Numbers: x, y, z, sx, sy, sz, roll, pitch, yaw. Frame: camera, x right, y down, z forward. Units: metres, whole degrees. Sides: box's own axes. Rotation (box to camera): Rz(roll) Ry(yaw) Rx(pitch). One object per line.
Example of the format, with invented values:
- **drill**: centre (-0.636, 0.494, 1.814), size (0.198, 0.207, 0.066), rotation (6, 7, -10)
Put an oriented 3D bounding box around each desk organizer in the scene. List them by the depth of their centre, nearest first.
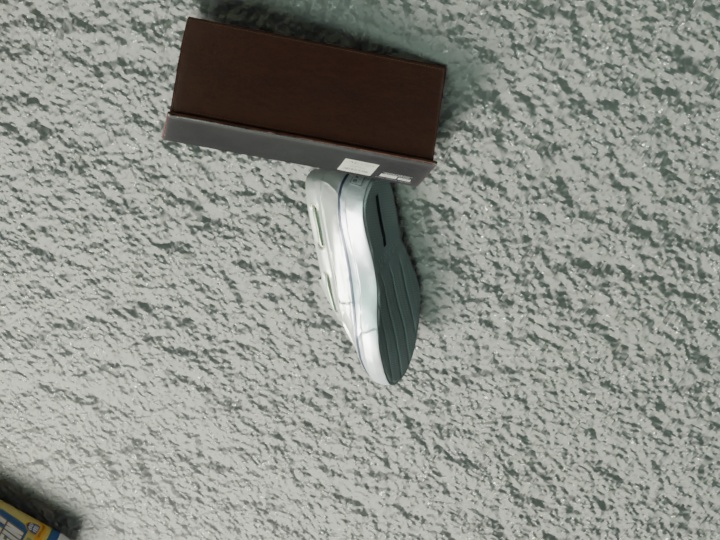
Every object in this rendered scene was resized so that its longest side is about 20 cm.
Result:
- **desk organizer**: centre (-0.041, -0.124, 1.283), size (0.200, 0.077, 0.072), rotation (10, 168, -8)

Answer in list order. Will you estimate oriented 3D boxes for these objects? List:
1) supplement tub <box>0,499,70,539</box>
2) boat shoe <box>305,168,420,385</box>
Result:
- **supplement tub**: centre (-0.409, 0.292, 1.753), size (0.200, 0.145, 0.145), rotation (30, 134, -7)
- **boat shoe**: centre (0.000, 0.000, 1.396), size (0.067, 0.074, 0.200), rotation (13, 125, 30)
